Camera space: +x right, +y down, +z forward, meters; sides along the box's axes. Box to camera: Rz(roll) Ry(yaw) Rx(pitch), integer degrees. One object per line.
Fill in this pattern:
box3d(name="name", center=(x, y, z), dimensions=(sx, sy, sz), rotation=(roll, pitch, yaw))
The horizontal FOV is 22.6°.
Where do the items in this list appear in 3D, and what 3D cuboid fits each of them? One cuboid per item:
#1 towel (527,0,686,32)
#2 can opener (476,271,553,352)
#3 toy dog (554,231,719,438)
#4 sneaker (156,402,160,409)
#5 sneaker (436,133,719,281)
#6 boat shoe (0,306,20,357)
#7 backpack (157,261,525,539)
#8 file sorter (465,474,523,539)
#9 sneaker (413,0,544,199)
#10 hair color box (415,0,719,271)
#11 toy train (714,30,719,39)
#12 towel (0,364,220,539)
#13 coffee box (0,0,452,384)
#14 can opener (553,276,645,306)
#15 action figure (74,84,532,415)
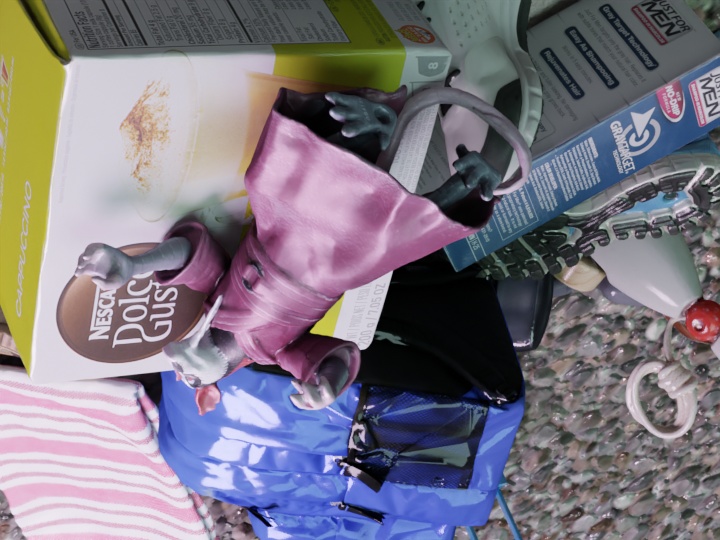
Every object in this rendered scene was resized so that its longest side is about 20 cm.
box3d(name="towel", center=(0.118, -0.111, 1.167), dimensions=(0.132, 0.034, 0.200), rotation=(5, 127, -30))
box3d(name="can opener", center=(0.068, 0.068, 1.184), dimensions=(0.063, 0.079, 0.200), rotation=(23, 78, -46))
box3d(name="toy dog", center=(0.214, 0.002, 1.213), dimensions=(0.132, 0.200, 0.096), rotation=(-31, 180, 34))
box3d(name="sneaker", center=(-0.059, 0.113, 1.180), dimensions=(0.200, 0.071, 0.073), rotation=(-13, 133, 3))
box3d(name="sneaker", center=(0.130, -0.056, 1.147), dimensions=(0.200, 0.090, 0.078), rotation=(-13, 143, 13))
box3d(name="boat shoe", center=(-0.214, 0.018, 1.088), dimensions=(0.200, 0.072, 0.072), rotation=(7, 98, -28))
box3d(name="backpack", center=(-0.022, 0.081, 1.067), dimensions=(0.200, 0.163, 0.168), rotation=(10, 112, -12))
box3d(name="file sorter", center=(0.018, 0.239, 1.314), dimensions=(0.200, 0.123, 0.139), rotation=(-4, 153, -45))
box3d(name="sneaker", center=(0.054, -0.122, 1.022), dimensions=(0.080, 0.200, 0.074), rotation=(14, 144, -21))
box3d(name="hair color box", center=(0.117, -0.093, 1.085), dimensions=(0.200, 0.100, 0.061), rotation=(-29, 139, 0))
box3d(name="toy train", center=(0.275, -0.182, 1.170), dimensions=(0.150, 0.056, 0.200), rotation=(-28, 137, -3))
box3d(name="towel", center=(-0.182, 0.131, 1.174), dimensions=(0.146, 0.030, 0.200), rotation=(3, 140, 19))
box3d(name="coffee box", center=(-0.098, -0.084, 0.956), dimensions=(0.198, 0.200, 0.200), rotation=(-5, 130, -24))
box3d(name="can opener", center=(0.138, 0.002, 1.265), dimensions=(0.200, 0.066, 0.053), rotation=(-12, 134, -11))
box3d(name="action figure", center=(-0.035, -0.010, 0.866), dimensions=(0.200, 0.134, 0.149), rotation=(-48, 177, 35))
